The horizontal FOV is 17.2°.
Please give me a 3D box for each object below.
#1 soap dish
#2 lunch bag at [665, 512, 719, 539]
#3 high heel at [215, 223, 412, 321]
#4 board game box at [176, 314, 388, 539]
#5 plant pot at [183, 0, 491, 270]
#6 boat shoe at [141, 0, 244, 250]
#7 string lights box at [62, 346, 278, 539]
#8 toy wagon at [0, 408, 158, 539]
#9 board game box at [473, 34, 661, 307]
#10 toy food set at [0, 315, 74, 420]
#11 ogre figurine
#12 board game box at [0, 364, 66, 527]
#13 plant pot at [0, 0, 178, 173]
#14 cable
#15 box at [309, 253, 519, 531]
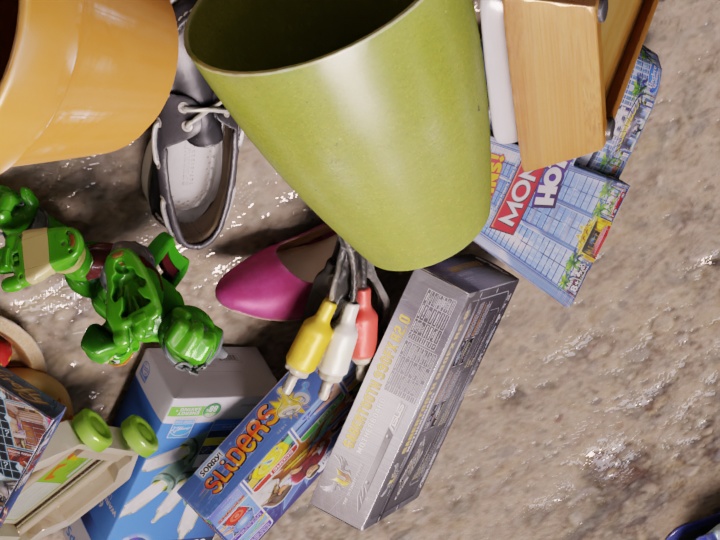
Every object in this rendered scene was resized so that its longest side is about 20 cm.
[{"bbox_3d":[0.146,-0.186,1.594,0.081,0.200,0.158,9,139,18],"label":"soap dish"},{"bbox_3d":[0.384,0.279,2.244,0.169,0.128,0.200,-18,167,-14],"label":"lunch bag"},{"bbox_3d":[-0.012,-0.025,1.748,0.199,0.067,0.096,-11,140,-25],"label":"high heel"},{"bbox_3d":[-0.047,0.123,1.827,0.200,0.034,0.135,-47,160,-8],"label":"board game box"},{"bbox_3d":[0.010,-0.106,1.559,0.187,0.187,0.200,-28,123,-3],"label":"plant pot"},{"bbox_3d":[-0.113,-0.101,1.622,0.074,0.060,0.200,-9,134,-23],"label":"boat shoe"},{"bbox_3d":[-0.147,0.151,1.851,0.102,0.059,0.200,0,131,-35],"label":"string lights box"},{"bbox_3d":[-0.240,0.154,1.721,0.155,0.040,0.200,-38,159,14],"label":"toy wagon"},{"bbox_3d":[0.111,-0.092,1.724,0.199,0.062,0.201,15,105,-41],"label":"board game box"},{"bbox_3d":[-0.317,0.107,1.718,0.197,0.049,0.200,-29,139,-2],"label":"toy food set"},{"bbox_3d":[-0.163,0.014,1.627,0.120,0.199,0.098,36,68,-65],"label":"ogre figurine"},{"bbox_3d":[-0.315,0.098,1.605,0.136,0.200,0.035,-58,176,14],"label":"board game box"},{"bbox_3d":[-0.214,-0.143,1.442,0.200,0.200,0.183,-50,151,21],"label":"plant pot"},{"bbox_3d":[0.000,0.000,1.702,0.097,0.050,0.201,-11,131,-37],"label":"cable"},{"bbox_3d":[0.042,0.089,1.810,0.201,0.048,0.158,-66,165,11],"label":"box"}]
